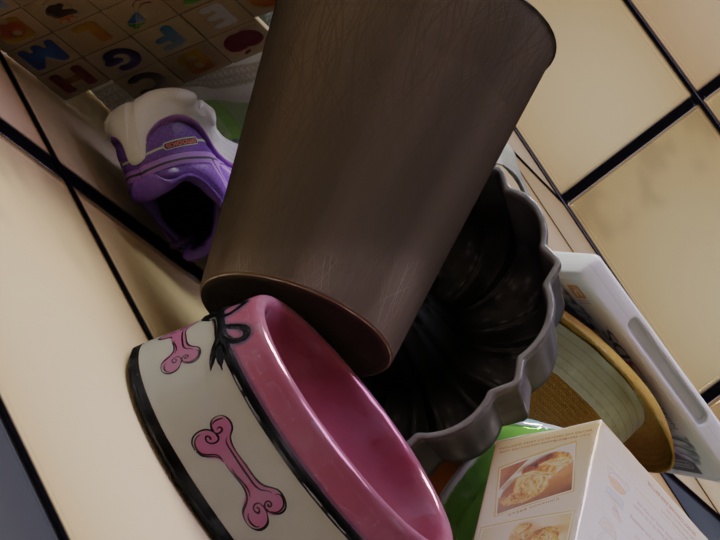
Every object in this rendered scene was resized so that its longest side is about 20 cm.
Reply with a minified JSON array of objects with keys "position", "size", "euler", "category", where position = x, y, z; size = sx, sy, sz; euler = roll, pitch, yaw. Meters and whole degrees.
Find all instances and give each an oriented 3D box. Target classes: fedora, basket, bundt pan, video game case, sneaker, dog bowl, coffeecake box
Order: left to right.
[{"position":[-0.093,-0.034,1.657],"size":[0.200,0.080,0.084],"euler":[35,41,-55],"category":"sneaker"},{"position":[-0.029,0.099,1.405],"size":[0.200,0.074,0.200],"euler":[51,10,-12],"category":"dog bowl"},{"position":[-0.001,-0.055,1.511],"size":[0.136,0.180,0.201],"euler":[44,57,-43],"category":"basket"},{"position":[0.026,0.034,1.572],"size":[0.202,0.201,0.076],"euler":[60,0,36],"category":"bundt pan"},{"position":[0.102,0.085,1.720],"size":[0.200,0.082,0.201],"euler":[36,-19,15],"category":"fedora"},{"position":[0.138,0.058,1.759],"size":[0.182,0.023,0.200],"euler":[53,-21,-22],"category":"video game case"},{"position":[0.121,0.208,1.453],"size":[0.154,0.073,0.201],"euler":[47,43,-35],"category":"coffeecake box"}]

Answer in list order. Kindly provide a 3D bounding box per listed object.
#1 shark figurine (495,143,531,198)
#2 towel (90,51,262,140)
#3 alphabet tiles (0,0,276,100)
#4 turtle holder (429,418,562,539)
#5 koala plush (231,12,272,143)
[{"position":[0.040,-0.063,1.760],"size":[0.128,0.213,0.090],"euler":[-46,131,-46],"category":"shark figurine"},{"position":[-0.123,-0.135,1.667],"size":[0.200,0.149,0.031],"euler":[46,49,-44],"category":"towel"},{"position":[-0.134,-0.155,1.561],"size":[0.200,0.166,0.006],"euler":[39,34,-56],"category":"alphabet tiles"},{"position":[0.101,0.151,1.620],"size":[0.185,0.142,0.132],"euler":[-3,23,-37],"category":"turtle holder"},{"position":[-0.042,-0.120,1.884],"size":[0.200,0.178,0.184],"euler":[45,-12,-28],"category":"koala plush"}]
